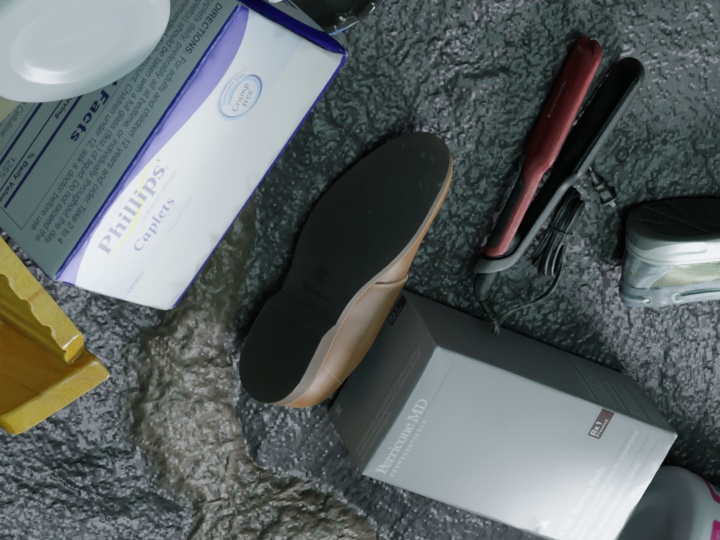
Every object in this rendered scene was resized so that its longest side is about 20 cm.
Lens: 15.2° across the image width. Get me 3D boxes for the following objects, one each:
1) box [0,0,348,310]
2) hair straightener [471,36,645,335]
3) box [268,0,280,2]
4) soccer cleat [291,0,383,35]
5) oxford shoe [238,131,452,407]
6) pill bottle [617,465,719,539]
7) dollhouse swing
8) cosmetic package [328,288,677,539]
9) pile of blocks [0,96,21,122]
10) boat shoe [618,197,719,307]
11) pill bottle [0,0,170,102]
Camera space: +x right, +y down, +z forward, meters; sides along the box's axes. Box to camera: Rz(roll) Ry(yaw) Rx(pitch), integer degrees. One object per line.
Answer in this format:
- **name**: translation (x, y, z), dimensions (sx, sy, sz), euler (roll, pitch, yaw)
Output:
- **box**: translation (-0.141, -0.110, 1.505), dimensions (0.105, 0.200, 0.184), euler (21, 108, -52)
- **hair straightener**: translation (0.134, -0.046, 1.729), dimensions (0.077, 0.041, 0.200), euler (19, 100, -26)
- **box**: translation (-0.050, -0.222, 1.493), dimensions (0.082, 0.200, 0.069), euler (-26, 119, -5)
- **soccer cleat**: translation (-0.066, -0.153, 1.603), dimensions (0.200, 0.086, 0.070), euler (-20, 116, 18)
- **oxford shoe**: translation (0.000, 0.000, 1.707), dimensions (0.200, 0.071, 0.071), euler (-55, 147, 11)
- **pill bottle**: translation (0.262, 0.226, 1.868), dimensions (0.200, 0.113, 0.113), euler (32, 101, -28)
- **dollhouse swing**: translation (-0.294, 0.030, 1.559), dimensions (0.176, 0.182, 0.200), euler (-43, 122, -13)
- **cosmetic package**: translation (0.092, 0.101, 1.765), dimensions (0.200, 0.090, 0.107), euler (18, 110, -29)
- **pile of blocks**: translation (-0.248, -0.150, 1.475), dimensions (0.062, 0.200, 0.082), euler (-43, 147, 19)
- **boat shoe**: translation (0.269, -0.008, 1.785), dimensions (0.201, 0.074, 0.065), euler (-2, 121, -14)
- **pill bottle**: translation (-0.181, -0.197, 1.422), dimensions (0.112, 0.200, 0.112), euler (-17, 151, -10)
